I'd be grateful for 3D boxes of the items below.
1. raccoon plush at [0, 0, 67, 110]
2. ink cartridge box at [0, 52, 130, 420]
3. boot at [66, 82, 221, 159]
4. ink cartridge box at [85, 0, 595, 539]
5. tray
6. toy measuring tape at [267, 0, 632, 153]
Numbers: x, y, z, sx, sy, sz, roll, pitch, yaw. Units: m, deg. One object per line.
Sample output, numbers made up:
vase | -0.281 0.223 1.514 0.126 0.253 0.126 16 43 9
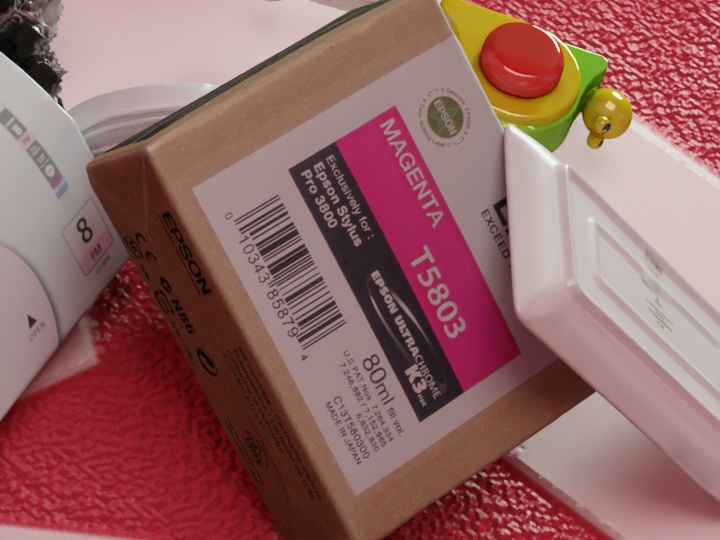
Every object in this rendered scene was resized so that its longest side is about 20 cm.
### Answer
raccoon plush | -0.223 -0.112 1.294 0.199 0.097 0.134 -13 34 -9
ink cartridge box | -0.192 -0.036 1.179 0.057 0.201 0.163 4 43 35
boot | -0.043 -0.024 1.269 0.199 0.074 0.096 6 53 -14
ink cartridge box | 0.000 0.000 1.199 0.164 0.075 0.201 -33 99 -26
tray | 0.127 0.023 1.225 0.200 0.022 0.108 41 35 -41
toy measuring tape | 0.038 -0.099 1.353 0.199 0.074 0.074 19 51 1
